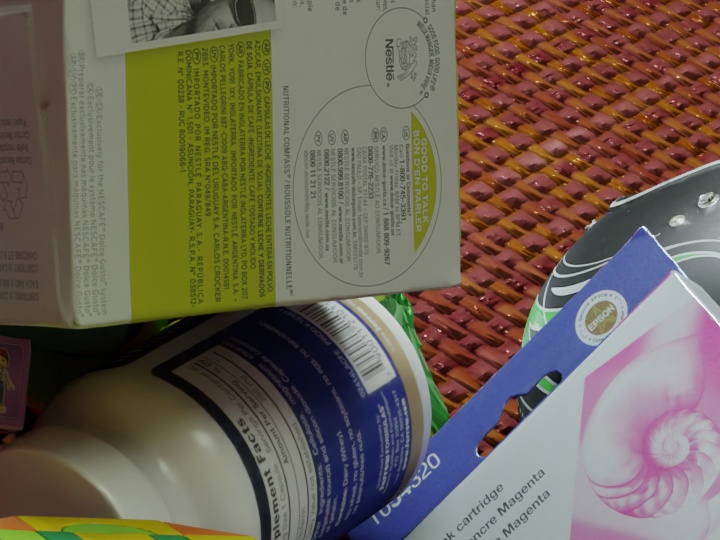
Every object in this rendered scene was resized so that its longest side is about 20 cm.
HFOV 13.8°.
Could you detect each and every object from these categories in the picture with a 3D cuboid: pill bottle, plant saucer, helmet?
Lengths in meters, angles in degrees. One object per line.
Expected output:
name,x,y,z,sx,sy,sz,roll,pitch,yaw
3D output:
pill bottle,-0.067,0.081,1.227,0.116,0.116,0.200,34,34,20
plant saucer,-0.190,0.020,1.255,0.200,0.019,0.070,1,8,5
helmet,0.165,0.052,1.361,0.200,0.191,0.200,14,67,-36

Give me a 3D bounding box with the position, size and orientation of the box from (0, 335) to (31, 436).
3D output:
box,-0.246,0.040,1.176,0.200,0.039,0.137,9,-12,-22

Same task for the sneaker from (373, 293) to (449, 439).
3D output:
sneaker,0.000,0.000,1.350,0.084,0.200,0.074,-37,25,-25

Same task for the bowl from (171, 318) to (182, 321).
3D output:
bowl,-0.092,-0.060,1.422,0.094,0.201,0.201,-4,17,30

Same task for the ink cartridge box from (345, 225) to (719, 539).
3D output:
ink cartridge box,0.093,0.101,1.235,0.043,0.196,0.200,34,13,-48

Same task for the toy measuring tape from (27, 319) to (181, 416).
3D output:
toy measuring tape,-0.161,0.031,1.305,0.200,0.074,0.074,5,33,-13

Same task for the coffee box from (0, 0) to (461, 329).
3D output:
coffee box,-0.095,-0.086,1.186,0.198,0.200,0.200,-6,6,-41

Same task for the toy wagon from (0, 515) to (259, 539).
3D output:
toy wagon,-0.065,0.120,1.022,0.155,0.040,0.200,3,4,-23
